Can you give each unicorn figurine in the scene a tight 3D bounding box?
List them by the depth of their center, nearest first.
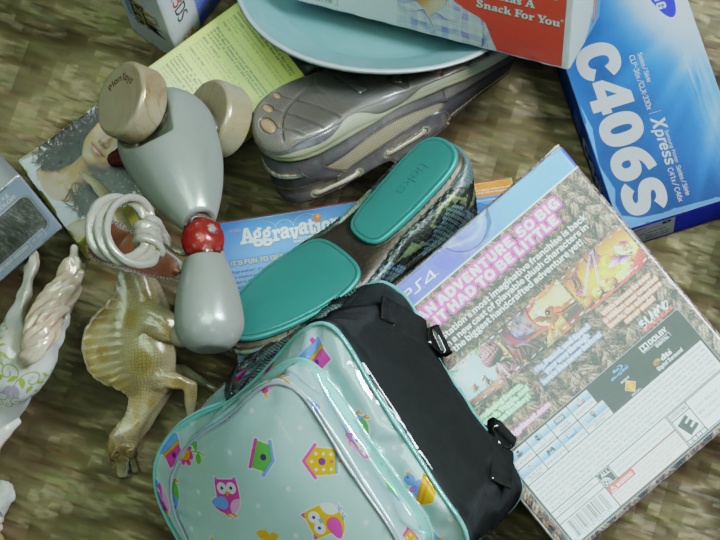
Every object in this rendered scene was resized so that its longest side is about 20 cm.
[{"bbox_3d":[-0.227,0.082,1.490,0.073,0.201,0.138,10,45,-6],"label":"unicorn figurine"}]

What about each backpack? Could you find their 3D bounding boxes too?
[{"bbox_3d":[-0.028,0.131,1.405,0.176,0.200,0.153,54,42,1],"label":"backpack"}]

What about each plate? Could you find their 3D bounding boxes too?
[{"bbox_3d":[0.015,-0.185,1.557,0.198,0.026,0.201,1,44,-1],"label":"plate"}]

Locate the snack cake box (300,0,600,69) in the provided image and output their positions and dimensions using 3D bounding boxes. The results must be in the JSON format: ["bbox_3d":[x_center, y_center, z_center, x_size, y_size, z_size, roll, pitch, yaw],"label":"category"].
[{"bbox_3d":[0.054,-0.213,1.485,0.199,0.116,0.067,17,45,16],"label":"snack cake box"}]

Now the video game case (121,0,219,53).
[{"bbox_3d":[-0.090,-0.257,1.537,0.045,0.181,0.201,34,80,10],"label":"video game case"}]

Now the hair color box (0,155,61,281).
[{"bbox_3d":[-0.288,-0.060,1.515,0.099,0.061,0.200,-41,47,-7],"label":"hair color box"}]

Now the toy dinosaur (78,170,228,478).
[{"bbox_3d":[-0.131,0.034,1.508,0.100,0.058,0.202,-4,92,-16],"label":"toy dinosaur"}]

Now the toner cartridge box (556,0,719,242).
[{"bbox_3d":[0.185,-0.125,1.557,0.094,0.043,0.201,-17,75,-2],"label":"toner cartridge box"}]

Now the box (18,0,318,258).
[{"bbox_3d":[-0.126,-0.098,1.566,0.200,0.050,0.075,-38,77,-7],"label":"box"}]

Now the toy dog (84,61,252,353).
[{"bbox_3d":[-0.126,-0.036,1.471,0.131,0.096,0.201,32,46,-25],"label":"toy dog"}]

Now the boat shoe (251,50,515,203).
[{"bbox_3d":[0.015,-0.107,1.550,0.199,0.074,0.074,-24,44,-22],"label":"boat shoe"}]

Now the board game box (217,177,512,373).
[{"bbox_3d":[0.010,0.004,1.547,0.198,0.019,0.104,-8,77,1],"label":"board game box"}]

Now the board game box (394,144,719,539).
[{"bbox_3d":[0.127,0.053,1.468,0.159,0.097,0.200,-39,83,0],"label":"board game box"}]

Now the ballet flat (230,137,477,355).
[{"bbox_3d":[0.000,0.000,1.503,0.200,0.074,0.074,-38,76,-8],"label":"ballet flat"}]
